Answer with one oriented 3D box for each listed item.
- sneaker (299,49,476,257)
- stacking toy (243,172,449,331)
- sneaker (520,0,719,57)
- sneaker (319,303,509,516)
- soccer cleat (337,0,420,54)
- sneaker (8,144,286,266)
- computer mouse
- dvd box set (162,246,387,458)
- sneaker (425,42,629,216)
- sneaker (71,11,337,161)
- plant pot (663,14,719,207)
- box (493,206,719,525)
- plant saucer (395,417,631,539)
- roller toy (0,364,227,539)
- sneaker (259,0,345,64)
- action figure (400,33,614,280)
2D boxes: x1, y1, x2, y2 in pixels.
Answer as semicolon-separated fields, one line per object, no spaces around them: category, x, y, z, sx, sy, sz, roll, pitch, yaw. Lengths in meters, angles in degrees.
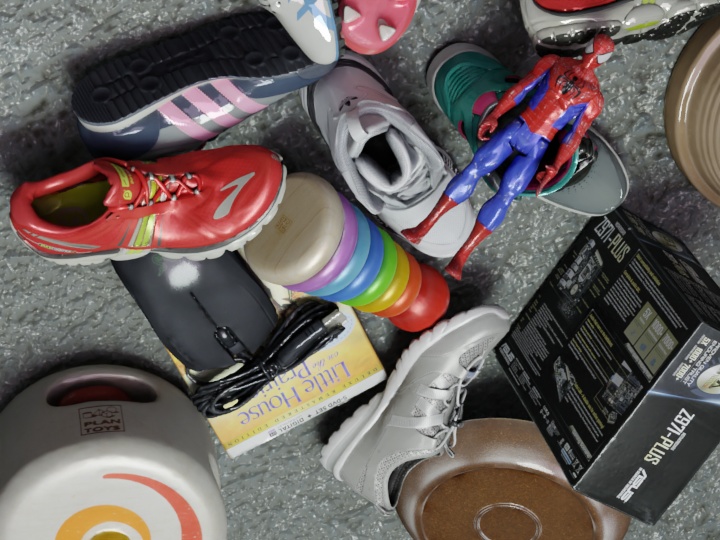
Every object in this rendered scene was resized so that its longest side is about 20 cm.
sneaker;0.030;-0.066;1.514;0.075;0.115;0.200;-35;121;6
stacking toy;0.000;0.000;1.544;0.085;0.085;0.200;-45;141;11
sneaker;0.208;-0.216;1.501;0.199;0.077;0.085;-13;83;-22
sneaker;0.059;0.109;1.624;0.200;0.082;0.075;-50;159;21
soccer cleat;0.040;-0.246;1.457;0.067;0.076;0.200;27;91;-5
sneaker;-0.150;-0.048;1.435;0.199;0.077;0.085;-13;160;6
computer mouse;-0.110;0.022;1.525;0.138;0.053;0.200;-35;120;6
dvd box set;-0.082;0.037;1.589;0.146;0.029;0.200;-26;121;0
sneaker;0.142;-0.086;1.531;0.200;0.121;0.084;33;105;-28
sneaker;-0.108;-0.127;1.483;0.199;0.070;0.082;-16;143;-7
plant pot;0.344;-0.118;1.587;0.200;0.093;0.201;-7;120;-12
box;0.209;0.069;1.588;0.086;0.200;0.164;27;108;-27
plant saucer;0.122;0.201;1.686;0.200;0.032;0.201;6;133;6
roller toy;-0.198;0.176;1.564;0.182;0.140;0.200;-42;119;13
sneaker;-0.078;-0.223;1.413;0.072;0.072;0.200;-36;108;-9
action figure;0.113;-0.086;1.449;0.065;0.052;0.200;39;95;6
